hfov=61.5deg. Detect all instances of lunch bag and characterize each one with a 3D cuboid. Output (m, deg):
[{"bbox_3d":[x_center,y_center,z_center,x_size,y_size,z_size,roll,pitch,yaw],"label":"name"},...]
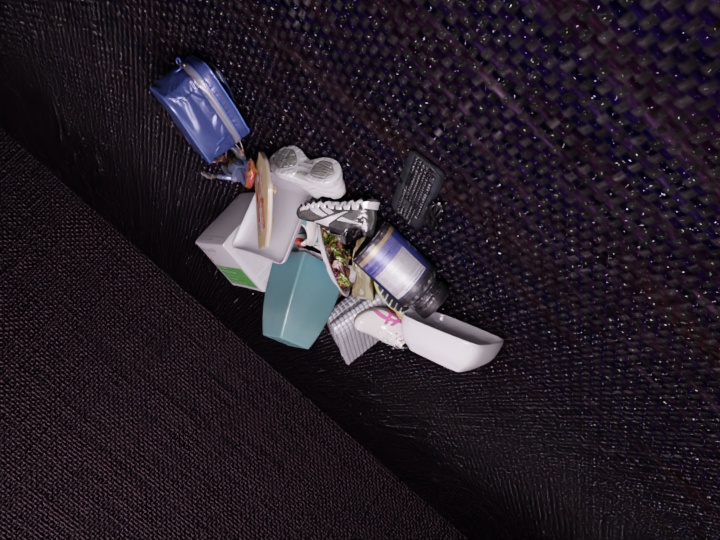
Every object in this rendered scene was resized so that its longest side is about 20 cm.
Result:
[{"bbox_3d":[-0.326,-0.344,1.246,0.136,0.132,0.201,39,165,46],"label":"lunch bag"}]

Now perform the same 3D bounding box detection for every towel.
[{"bbox_3d":[-0.006,0.133,1.585,0.086,0.164,0.201,47,165,30],"label":"towel"}]

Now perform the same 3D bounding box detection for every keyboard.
[{"bbox_3d":[0.104,-0.127,1.093,0.103,0.040,0.201,37,159,9],"label":"keyboard"}]

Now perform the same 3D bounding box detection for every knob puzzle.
[{"bbox_3d":[-0.193,-0.149,1.262,0.030,0.225,0.220,-2,165,-16],"label":"knob puzzle"}]

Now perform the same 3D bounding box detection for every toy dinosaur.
[{"bbox_3d":[-0.267,-0.240,1.373,0.182,0.106,0.199,46,-163,28],"label":"toy dinosaur"}]

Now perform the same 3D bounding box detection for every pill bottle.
[{"bbox_3d":[0.087,0.002,1.266,0.199,0.112,0.112,42,158,-8],"label":"pill bottle"}]

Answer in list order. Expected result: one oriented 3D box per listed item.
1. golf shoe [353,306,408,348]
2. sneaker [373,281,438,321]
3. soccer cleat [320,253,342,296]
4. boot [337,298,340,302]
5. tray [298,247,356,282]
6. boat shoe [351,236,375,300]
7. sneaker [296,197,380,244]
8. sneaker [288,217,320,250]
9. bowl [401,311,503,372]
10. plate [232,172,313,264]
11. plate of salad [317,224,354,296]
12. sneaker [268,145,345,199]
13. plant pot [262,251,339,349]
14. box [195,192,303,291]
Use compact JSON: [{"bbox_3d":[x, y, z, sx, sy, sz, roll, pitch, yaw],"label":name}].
[{"bbox_3d":[0.079,0.146,1.481,0.195,0.093,0.074,10,122,-17],"label":"golf shoe"},{"bbox_3d":[0.097,0.076,1.441,0.200,0.078,0.090,46,163,-12],"label":"sneaker"},{"bbox_3d":[-0.106,0.003,1.639,0.197,0.086,0.069,29,-157,-18],"label":"soccer cleat"},{"bbox_3d":[-0.158,0.076,1.721,0.075,0.169,0.201,16,149,43],"label":"boot"},{"bbox_3d":[-0.068,-0.004,1.518,0.196,0.023,0.107,20,167,-5],"label":"tray"},{"bbox_3d":[0.000,-0.002,1.418,0.061,0.075,0.202,3,145,9],"label":"boat shoe"},{"bbox_3d":[-0.050,-0.100,1.246,0.196,0.093,0.066,1,-178,28],"label":"sneaker"},{"bbox_3d":[-0.118,-0.083,1.454,0.069,0.094,0.201,22,152,35],"label":"sneaker"},{"bbox_3d":[0.193,0.154,1.304,0.197,0.076,0.198,22,-169,30],"label":"bowl"},{"bbox_3d":[-0.191,-0.121,1.381,0.197,0.204,0.032,16,170,42],"label":"plate"},{"bbox_3d":[-0.050,-0.042,1.366,0.200,0.047,0.205,-18,-89,-81],"label":"plate of salad"},{"bbox_3d":[-0.113,-0.193,1.267,0.198,0.078,0.100,26,158,32],"label":"sneaker"},{"bbox_3d":[-0.152,0.077,1.468,0.140,0.204,0.140,28,163,-36],"label":"plant pot"},{"bbox_3d":[-0.281,-0.079,1.578,0.197,0.201,0.172,7,141,54],"label":"box"}]
